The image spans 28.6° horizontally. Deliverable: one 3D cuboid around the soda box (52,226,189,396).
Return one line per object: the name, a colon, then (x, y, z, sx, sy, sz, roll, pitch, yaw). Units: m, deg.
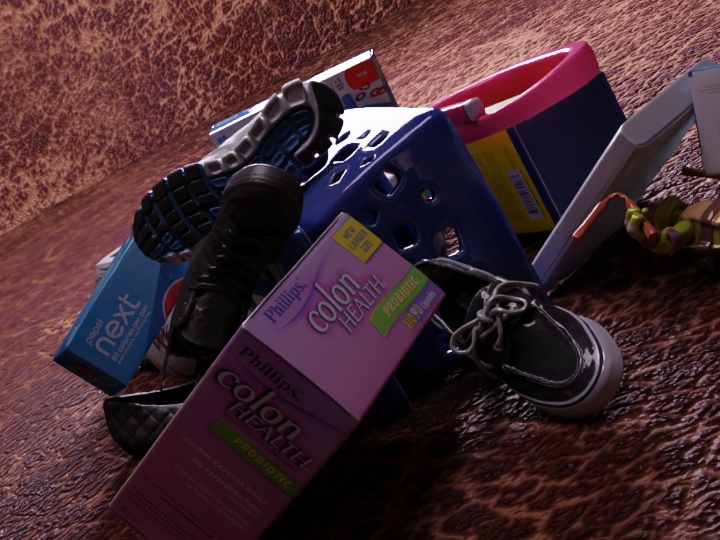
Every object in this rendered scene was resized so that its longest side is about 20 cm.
soda box: (-0.203, 0.013, 1.316, 0.200, 0.068, 0.064, -62, 14, -23)

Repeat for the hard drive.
hard drive: (0.210, -0.072, 1.144, 0.132, 0.026, 0.200, -38, -15, -36)

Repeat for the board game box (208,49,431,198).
board game box: (-0.035, -0.110, 1.559, 0.199, 0.196, 0.056, -25, 16, 8)

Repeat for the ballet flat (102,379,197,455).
ballet flat: (-0.141, 0.107, 1.283, 0.199, 0.057, 0.066, -25, 16, 5)

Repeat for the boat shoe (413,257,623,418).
boat shoe: (0.101, 0.038, 0.986, 0.074, 0.068, 0.199, -59, 36, 9)

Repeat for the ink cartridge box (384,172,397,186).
ink cartridge box: (-0.036, -0.062, 1.417, 0.119, 0.042, 0.200, -30, 17, -9)

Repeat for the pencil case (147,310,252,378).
pencil case: (-0.142, 0.047, 1.354, 0.078, 0.090, 0.200, -15, -8, -33)

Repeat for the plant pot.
plant pot: (0.006, -0.004, 1.158, 0.180, 0.200, 0.200, -38, 19, -17)

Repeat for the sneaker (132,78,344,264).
sneaker: (-0.095, -0.076, 1.138, 0.200, 0.075, 0.087, -36, 6, 3)

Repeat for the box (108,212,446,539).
box: (-0.055, 0.089, 0.976, 0.200, 0.097, 0.176, -53, -1, 33)

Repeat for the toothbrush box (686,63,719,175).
toothbrush box: (0.371, -0.134, 1.068, 0.200, 0.086, 0.146, -17, 9, -37)

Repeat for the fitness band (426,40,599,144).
fitness band: (0.131, -0.160, 1.282, 0.143, 0.038, 0.200, -32, 12, -20)

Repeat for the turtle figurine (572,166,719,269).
turtle figurine: (0.266, -0.031, 1.040, 0.200, 0.065, 0.161, -16, 16, -36)

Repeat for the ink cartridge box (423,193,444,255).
ink cartridge box: (0.000, 0.000, 1.374, 0.136, 0.077, 0.200, -22, 17, 18)

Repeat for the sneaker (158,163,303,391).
sneaker: (-0.098, 0.013, 1.032, 0.200, 0.060, 0.105, 132, 154, -54)

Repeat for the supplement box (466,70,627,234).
supplement box: (0.162, -0.105, 1.343, 0.109, 0.110, 0.200, -32, 10, -20)

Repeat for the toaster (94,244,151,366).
toaster: (-0.196, 0.022, 1.519, 0.200, 0.129, 0.114, -9, 24, 48)
